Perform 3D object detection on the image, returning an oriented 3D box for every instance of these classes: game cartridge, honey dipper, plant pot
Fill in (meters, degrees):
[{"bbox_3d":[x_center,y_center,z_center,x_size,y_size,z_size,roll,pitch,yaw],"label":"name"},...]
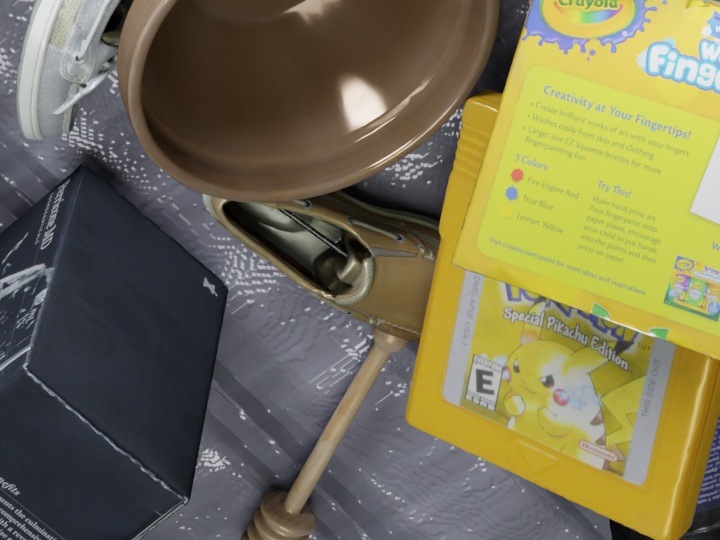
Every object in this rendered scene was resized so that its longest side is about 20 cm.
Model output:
[{"bbox_3d":[0.115,0.024,1.503,0.176,0.032,0.200,23,121,26],"label":"game cartridge"},{"bbox_3d":[-0.018,0.104,1.682,0.038,0.038,0.200,24,119,-12],"label":"honey dipper"},{"bbox_3d":[-0.036,-0.138,1.458,0.200,0.093,0.201,-14,138,-13],"label":"plant pot"}]

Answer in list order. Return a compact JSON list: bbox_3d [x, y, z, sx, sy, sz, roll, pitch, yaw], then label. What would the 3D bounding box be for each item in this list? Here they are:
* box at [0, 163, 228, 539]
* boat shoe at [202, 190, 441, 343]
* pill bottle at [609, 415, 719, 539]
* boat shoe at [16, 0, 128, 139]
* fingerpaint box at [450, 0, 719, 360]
[{"bbox_3d":[-0.188,0.083,1.554,0.197,0.200,0.124,-37,114,25],"label":"box"},{"bbox_3d":[0.000,0.000,1.574,0.200,0.076,0.072,24,110,-14],"label":"boat shoe"},{"bbox_3d":[0.177,0.078,1.600,0.112,0.112,0.200,-4,124,7],"label":"pill bottle"},{"bbox_3d":[-0.133,-0.151,1.489,0.065,0.074,0.202,20,117,-4],"label":"boat shoe"},{"bbox_3d":[0.167,-0.049,1.389,0.200,0.073,0.167,19,97,24],"label":"fingerpaint box"}]
